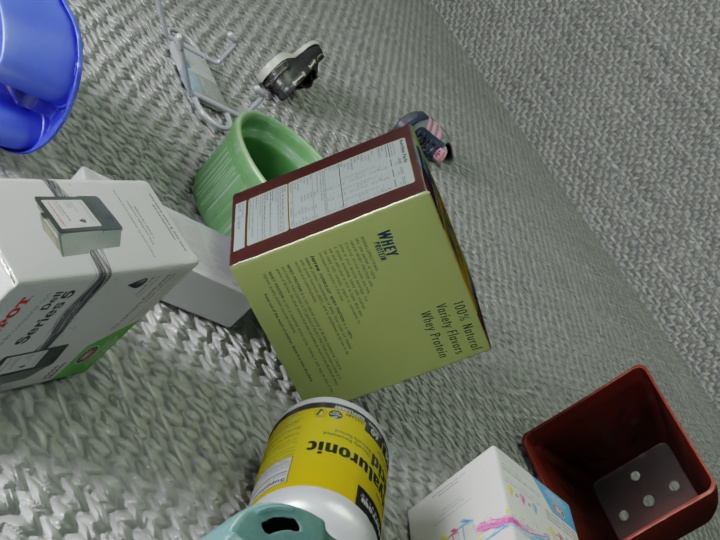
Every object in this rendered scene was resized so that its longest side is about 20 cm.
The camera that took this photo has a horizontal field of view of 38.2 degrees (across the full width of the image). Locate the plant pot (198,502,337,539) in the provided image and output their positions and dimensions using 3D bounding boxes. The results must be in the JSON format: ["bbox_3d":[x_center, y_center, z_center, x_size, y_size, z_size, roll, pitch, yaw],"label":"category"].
[{"bbox_3d":[-0.081,0.240,0.554,0.200,0.196,0.201,41,21,-20],"label":"plant pot"}]

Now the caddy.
[{"bbox_3d":[-0.315,-0.198,0.906,0.104,0.141,0.202,8,46,-55],"label":"caddy"}]

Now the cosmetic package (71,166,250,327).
[{"bbox_3d":[-0.189,-0.017,0.976,0.199,0.051,0.083,28,27,-45],"label":"cosmetic package"}]

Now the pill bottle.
[{"bbox_3d":[-0.037,0.199,0.833,0.111,0.111,0.201,43,22,-14],"label":"pill bottle"}]

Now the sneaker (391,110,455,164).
[{"bbox_3d":[0.130,-0.250,1.990,0.082,0.070,0.199,53,22,18],"label":"sneaker"}]

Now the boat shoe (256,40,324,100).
[{"bbox_3d":[-0.097,-0.313,1.637,0.060,0.074,0.200,47,24,-2],"label":"boat shoe"}]

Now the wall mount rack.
[{"bbox_3d":[-0.212,-0.282,1.348,0.173,0.074,0.202,23,33,-50],"label":"wall mount rack"}]

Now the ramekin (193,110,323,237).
[{"bbox_3d":[-0.098,-0.076,1.194,0.199,0.097,0.201,41,22,-21],"label":"ramekin"}]

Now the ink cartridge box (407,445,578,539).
[{"bbox_3d":[0.137,0.300,0.989,0.128,0.125,0.201,39,22,-25],"label":"ink cartridge box"}]

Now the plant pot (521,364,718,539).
[{"bbox_3d":[0.369,0.288,1.410,0.176,0.198,0.202,43,18,-47],"label":"plant pot"}]

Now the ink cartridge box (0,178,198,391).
[{"bbox_3d":[-0.229,0.012,0.712,0.085,0.145,0.199,54,22,11],"label":"ink cartridge box"}]

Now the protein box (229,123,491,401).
[{"bbox_3d":[0.000,0.000,1.036,0.136,0.197,0.200,-97,165,-55],"label":"protein box"}]
